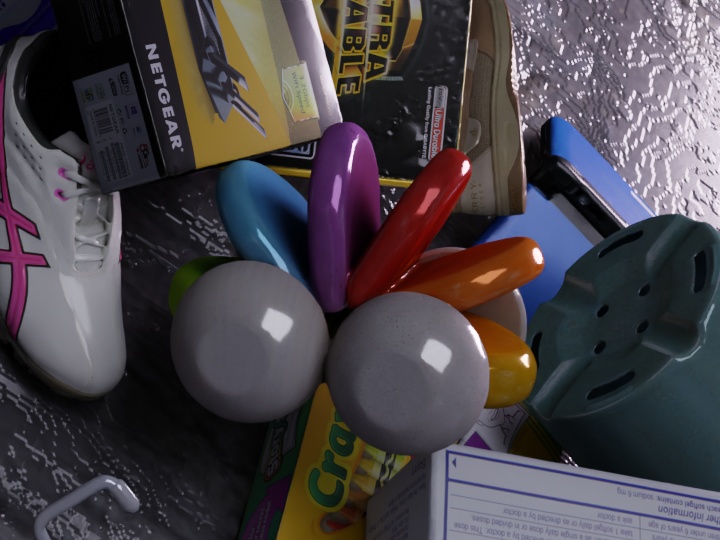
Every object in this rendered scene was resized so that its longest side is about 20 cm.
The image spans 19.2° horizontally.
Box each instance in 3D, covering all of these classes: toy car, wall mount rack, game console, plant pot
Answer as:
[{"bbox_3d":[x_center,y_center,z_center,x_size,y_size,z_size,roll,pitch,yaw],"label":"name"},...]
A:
[{"bbox_3d":[0.000,0.000,1.112,0.175,0.199,0.151,-45,144,-72],"label":"toy car"},{"bbox_3d":[-0.094,0.196,1.023,0.074,0.200,0.174,-29,108,-5],"label":"wall mount rack"},{"bbox_3d":[0.155,0.022,1.415,0.200,0.118,0.171,46,17,-11],"label":"game console"},{"bbox_3d":[0.207,0.082,1.257,0.196,0.200,0.201,44,47,-27],"label":"plant pot"}]

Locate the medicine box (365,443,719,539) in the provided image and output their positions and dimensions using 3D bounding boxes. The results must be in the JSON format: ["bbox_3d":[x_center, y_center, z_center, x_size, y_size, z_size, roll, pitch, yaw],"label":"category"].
[{"bbox_3d":[0.099,0.210,1.117,0.181,0.103,0.201,12,63,-17],"label":"medicine box"}]

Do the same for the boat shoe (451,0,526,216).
[{"bbox_3d":[0.070,-0.112,1.375,0.064,0.072,0.201,-5,41,4],"label":"boat shoe"}]

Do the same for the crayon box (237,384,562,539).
[{"bbox_3d":[0.028,0.120,1.237,0.172,0.058,0.201,31,52,-23],"label":"crayon box"}]

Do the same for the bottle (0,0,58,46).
[{"bbox_3d":[-0.178,-0.154,1.196,0.200,0.083,0.065,43,49,-14],"label":"bottle"}]

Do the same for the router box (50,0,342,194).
[{"bbox_3d":[-0.096,-0.153,1.147,0.157,0.052,0.201,-20,96,-52],"label":"router box"}]

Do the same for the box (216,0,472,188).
[{"bbox_3d":[-0.015,-0.153,1.261,0.159,0.049,0.201,6,91,-10],"label":"box"}]

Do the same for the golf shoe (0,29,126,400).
[{"bbox_3d":[-0.164,-0.031,1.140,0.072,0.092,0.201,-8,75,-41],"label":"golf shoe"}]
